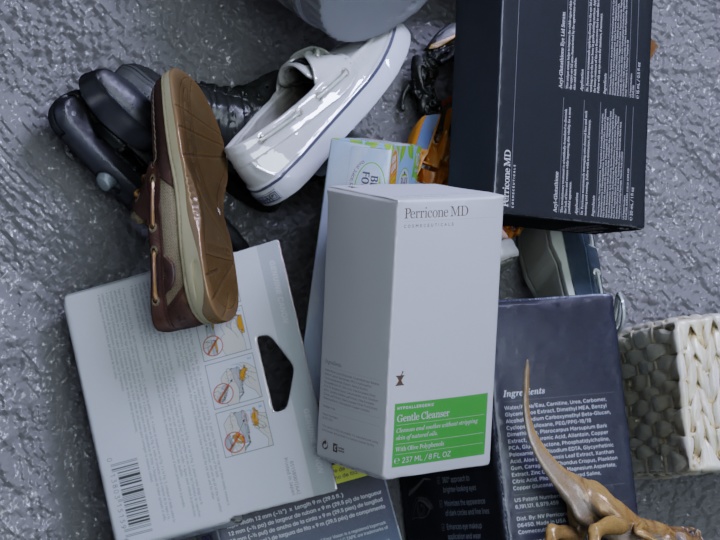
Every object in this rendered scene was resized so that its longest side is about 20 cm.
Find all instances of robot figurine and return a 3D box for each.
[{"bbox_3d":[0.098,-0.105,1.815,0.145,0.058,0.200,21,76,-19],"label":"robot figurine"}]

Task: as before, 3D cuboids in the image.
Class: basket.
[{"bbox_3d":[0.278,0.100,1.784,0.123,0.200,0.136,-3,84,-16],"label":"basket"}]

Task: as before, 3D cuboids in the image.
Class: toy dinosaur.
[{"bbox_3d":[0.162,0.170,1.603,0.200,0.060,0.106,38,47,-19],"label":"toy dinosaur"}]

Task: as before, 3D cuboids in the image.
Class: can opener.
[{"bbox_3d":[-0.163,-0.066,1.713,0.200,0.079,0.063,51,61,-17],"label":"can opener"}]

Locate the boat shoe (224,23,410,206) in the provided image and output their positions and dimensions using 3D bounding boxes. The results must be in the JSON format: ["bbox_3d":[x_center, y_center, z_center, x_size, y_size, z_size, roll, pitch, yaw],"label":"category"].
[{"bbox_3d":[-0.035,-0.139,1.709,0.066,0.072,0.200,50,63,-23],"label":"boat shoe"}]

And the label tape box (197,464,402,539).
[{"bbox_3d":[-0.045,0.214,1.718,0.143,0.066,0.200,-14,82,-21],"label":"label tape box"}]

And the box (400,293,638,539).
[{"bbox_3d":[0.114,0.129,1.717,0.117,0.197,0.200,-4,84,-22],"label":"box"}]

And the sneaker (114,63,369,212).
[{"bbox_3d":[-0.094,-0.123,1.749,0.200,0.060,0.104,38,67,-12],"label":"sneaker"}]

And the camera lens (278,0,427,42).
[{"bbox_3d":[-0.035,-0.292,1.705,0.160,0.160,0.200,-32,61,-21],"label":"camera lens"}]

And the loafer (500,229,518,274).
[{"bbox_3d":[0.072,-0.010,1.722,0.072,0.200,0.063,-26,84,-16],"label":"loafer"}]

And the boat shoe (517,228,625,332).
[{"bbox_3d":[0.177,0.036,1.797,0.062,0.075,0.200,5,51,-23],"label":"boat shoe"}]

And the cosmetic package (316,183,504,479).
[{"bbox_3d":[0.035,0.040,1.596,0.108,0.085,0.200,-6,103,-38],"label":"cosmetic package"}]

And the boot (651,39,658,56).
[{"bbox_3d":[0.137,-0.211,1.819,0.200,0.068,0.188,53,40,-2],"label":"boot"}]

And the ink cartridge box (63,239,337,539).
[{"bbox_3d":[-0.118,0.093,1.662,0.173,0.044,0.200,-15,78,7],"label":"ink cartridge box"}]

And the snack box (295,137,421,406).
[{"bbox_3d":[0.000,0.000,1.696,0.053,0.142,0.200,8,94,9],"label":"snack box"}]

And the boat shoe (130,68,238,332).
[{"bbox_3d":[-0.141,-0.051,1.645,0.072,0.072,0.200,20,57,-63],"label":"boat shoe"}]

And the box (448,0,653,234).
[{"bbox_3d":[0.148,-0.134,1.736,0.141,0.079,0.200,6,85,-29],"label":"box"}]
